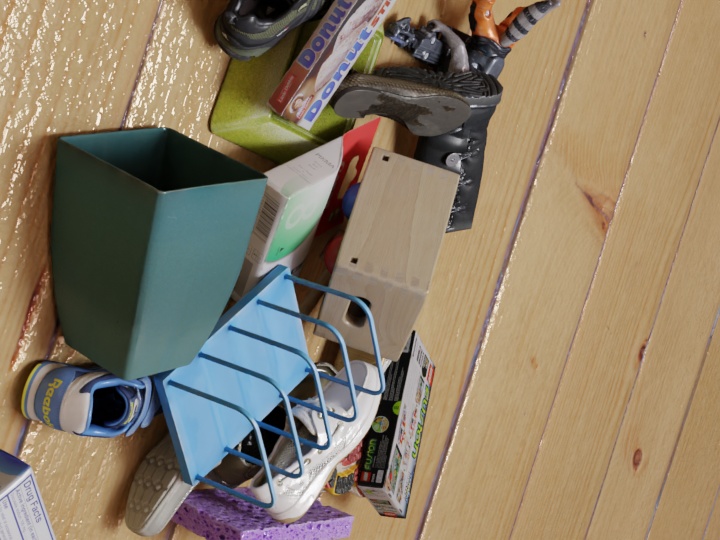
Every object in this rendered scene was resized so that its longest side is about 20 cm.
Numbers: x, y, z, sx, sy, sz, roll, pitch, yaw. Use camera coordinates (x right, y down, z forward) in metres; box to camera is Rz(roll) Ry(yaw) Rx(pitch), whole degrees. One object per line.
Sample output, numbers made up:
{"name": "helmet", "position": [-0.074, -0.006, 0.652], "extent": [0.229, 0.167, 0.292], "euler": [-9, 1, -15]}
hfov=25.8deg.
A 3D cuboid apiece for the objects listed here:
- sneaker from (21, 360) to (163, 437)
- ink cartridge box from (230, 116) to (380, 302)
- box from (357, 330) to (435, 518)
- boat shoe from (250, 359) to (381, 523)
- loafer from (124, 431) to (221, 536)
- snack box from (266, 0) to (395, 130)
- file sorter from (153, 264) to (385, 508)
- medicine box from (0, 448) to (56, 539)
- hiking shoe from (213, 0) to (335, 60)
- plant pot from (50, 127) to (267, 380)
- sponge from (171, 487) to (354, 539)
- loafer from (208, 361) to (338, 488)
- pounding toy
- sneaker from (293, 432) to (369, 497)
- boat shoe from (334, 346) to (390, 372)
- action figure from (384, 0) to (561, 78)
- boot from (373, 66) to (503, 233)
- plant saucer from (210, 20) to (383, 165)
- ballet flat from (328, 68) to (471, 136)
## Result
{"name": "sneaker", "position": [-0.230, 0.124, 1.514], "extent": [0.199, 0.082, 0.074], "euler": [-6, 108, -54]}
{"name": "ink cartridge box", "position": [-0.048, -0.061, 1.659], "extent": [0.200, 0.050, 0.161], "euler": [-28, 150, -43]}
{"name": "box", "position": [0.045, 0.184, 1.882], "extent": [0.110, 0.034, 0.201], "euler": [61, 37, -58]}
{"name": "boat shoe", "position": [-0.047, 0.168, 1.665], "extent": [0.069, 0.071, 0.201], "euler": [50, 61, -35]}
{"name": "loafer", "position": [-0.173, 0.191, 1.628], "extent": [0.070, 0.070, 0.201], "euler": [47, 66, -39]}
{"name": "snack box", "position": [-0.017, -0.234, 1.553], "extent": [0.201, 0.024, 0.072], "euler": [-56, 159, 7]}
{"name": "file sorter", "position": [-0.083, 0.117, 1.564], "extent": [0.200, 0.122, 0.139], "euler": [-43, 136, -37]}
{"name": "medicine box", "position": [-0.366, 0.281, 1.380], "extent": [0.200, 0.103, 0.183], "euler": [-40, 133, -38]}
{"name": "hiking shoe", "position": [-0.051, -0.279, 1.520], "extent": [0.200, 0.076, 0.101], "euler": [-41, -179, -13]}
{"name": "plant pot", "position": [-0.199, -0.011, 1.454], "extent": [0.141, 0.141, 0.201], "euler": [-11, 121, -51]}
{"name": "sponge", "position": [-0.109, 0.268, 1.712], "extent": [0.200, 0.111, 0.030], "euler": [7, 101, -55]}
{"name": "loafer", "position": [-0.082, 0.168, 1.722], "extent": [0.200, 0.070, 0.075], "euler": [-42, 100, -34]}
{"name": "pounding toy", "position": [0.000, 0.000, 1.702], "extent": [0.200, 0.141, 0.185], "euler": [111, -3, -58]}
{"name": "sneaker", "position": [-0.037, 0.222, 1.832], "extent": [0.200, 0.082, 0.078], "euler": [28, 64, -69]}
{"name": "boat shoe", "position": [0.026, 0.051, 1.833], "extent": [0.201, 0.070, 0.069], "euler": [-65, 169, -1]}
{"name": "action figure", "position": [0.125, -0.257, 1.795], "extent": [0.199, 0.105, 0.194], "euler": [1, 129, -49]}
{"name": "boot", "position": [0.067, -0.132, 1.812], "extent": [0.164, 0.066, 0.201], "euler": [3, 131, -12]}
{"name": "plant saucer", "position": [-0.051, -0.207, 1.641], "extent": [0.199, 0.048, 0.201], "euler": [21, 87, -55]}
{"name": "ballet flat", "position": [0.040, -0.183, 1.670], "extent": [0.199, 0.047, 0.067], "euler": [4, 139, -42]}
